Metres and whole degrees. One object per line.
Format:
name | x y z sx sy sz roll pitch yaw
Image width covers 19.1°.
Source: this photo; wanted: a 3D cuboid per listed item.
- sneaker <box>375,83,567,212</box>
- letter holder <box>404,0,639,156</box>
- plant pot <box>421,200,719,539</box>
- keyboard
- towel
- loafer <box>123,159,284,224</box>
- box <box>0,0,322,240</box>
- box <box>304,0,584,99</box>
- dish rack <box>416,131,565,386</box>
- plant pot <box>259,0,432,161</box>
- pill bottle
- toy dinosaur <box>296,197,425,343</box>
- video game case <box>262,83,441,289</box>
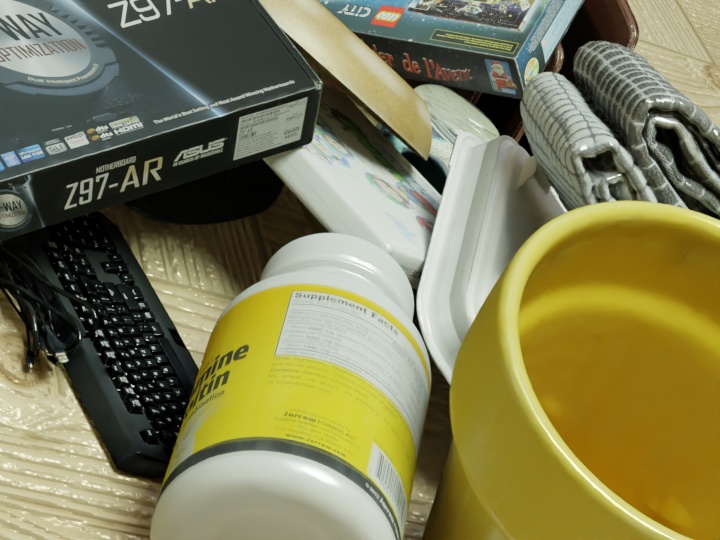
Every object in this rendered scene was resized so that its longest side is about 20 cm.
sneaker | 0.084 -0.033 1.333 0.199 0.078 0.086 31 41 16
letter holder | 0.091 -0.176 1.467 0.100 0.143 0.200 11 35 -29
plant pot | 0.118 0.102 0.997 0.200 0.189 0.202 14 47 -16
keyboard | -0.127 0.023 1.079 0.104 0.040 0.200 4 38 -38
towel | 0.170 -0.018 1.123 0.200 0.085 0.166 56 3 -18
loafer | -0.135 -0.074 1.188 0.199 0.073 0.072 12 13 -30
box | -0.144 -0.105 1.104 0.199 0.044 0.160 -18 54 -26
box | 0.045 -0.186 1.404 0.199 0.038 0.137 13 55 28
dish rack | 0.100 0.026 1.170 0.172 0.043 0.200 56 29 -25
plant pot | -0.028 -0.140 1.252 0.200 0.028 0.200 41 2 -2
pill bottle | -0.026 0.072 1.004 0.112 0.112 0.200 25 35 -8
toy dinosaur | 0.000 0.000 1.225 0.200 0.060 0.106 44 15 13
video game case | -0.003 -0.054 1.207 0.200 0.024 0.182 48 15 28
